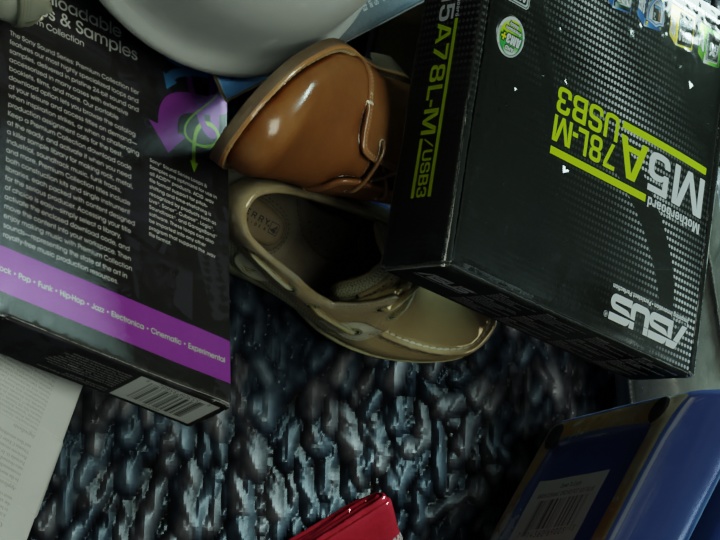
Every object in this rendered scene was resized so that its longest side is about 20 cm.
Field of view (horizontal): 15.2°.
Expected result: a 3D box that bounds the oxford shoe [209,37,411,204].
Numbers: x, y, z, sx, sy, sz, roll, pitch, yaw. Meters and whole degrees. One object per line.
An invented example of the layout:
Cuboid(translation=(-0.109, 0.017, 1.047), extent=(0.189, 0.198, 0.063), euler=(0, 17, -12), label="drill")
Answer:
Cuboid(translation=(-0.004, -0.063, 1.287), extent=(0.071, 0.071, 0.200), euler=(45, 21, 15), label="oxford shoe")

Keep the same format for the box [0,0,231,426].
Cuboid(translation=(-0.121, -0.043, 1.234), extent=(0.143, 0.036, 0.201), euler=(25, 52, -38), label="box")

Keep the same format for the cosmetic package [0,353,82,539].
Cuboid(translation=(-0.220, 0.050, 1.165), extent=(0.200, 0.051, 0.152), euler=(34, 62, -35), label="cosmetic package")

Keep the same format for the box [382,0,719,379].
Cuboid(translation=(0.103, -0.065, 1.326), extent=(0.199, 0.047, 0.194), euler=(25, 66, -43), label="box")

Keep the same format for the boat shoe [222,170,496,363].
Cuboid(translation=(0.000, 0.000, 1.348), extent=(0.199, 0.065, 0.073), euler=(28, 84, -35), label="boat shoe")

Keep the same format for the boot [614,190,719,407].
Cuboid(translation=(0.192, -0.020, 1.518), extent=(0.181, 0.072, 0.201), euler=(-28, 107, -35), label="boot")

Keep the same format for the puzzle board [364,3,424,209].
Cuboid(translation=(0.071, -0.068, 1.461), extent=(0.199, 0.017, 0.152), euler=(22, 73, -38), label="puzzle board")

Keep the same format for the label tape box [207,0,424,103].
Cuboid(translation=(-0.039, -0.179, 1.331), extent=(0.200, 0.063, 0.145), euler=(-30, 101, -36), label="label tape box")

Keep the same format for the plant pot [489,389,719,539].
Cuboid(translation=(0.166, 0.175, 1.392), extent=(0.179, 0.200, 0.201), euler=(36, 69, -15), label="plant pot")

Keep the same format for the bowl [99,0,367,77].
Cuboid(translation=(-0.041, -0.195, 1.236), extent=(0.200, 0.090, 0.203), euler=(7, 78, -37), label="bowl")

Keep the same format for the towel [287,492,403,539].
Cuboid(translation=(-0.010, 0.227, 1.358), extent=(0.144, 0.022, 0.201), euler=(-26, 105, -42), label="towel")

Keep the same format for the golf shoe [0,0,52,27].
Cuboid(translation=(-0.210, -0.183, 1.178), extent=(0.097, 0.078, 0.201), euler=(-30, 88, -19), label="golf shoe")
